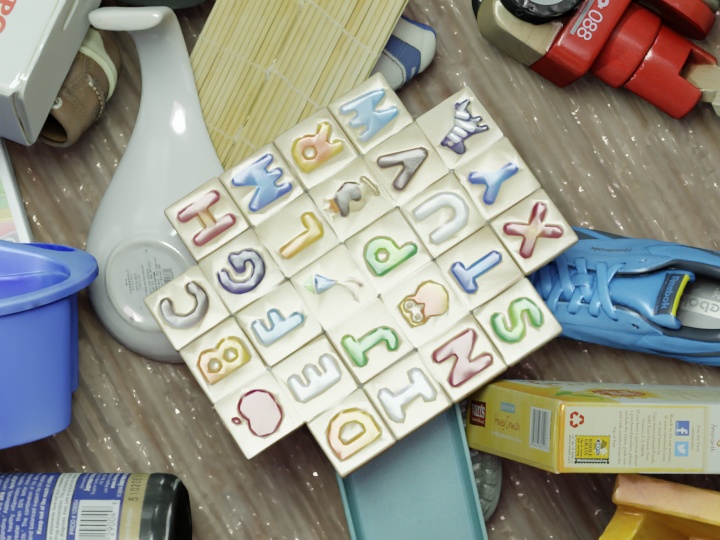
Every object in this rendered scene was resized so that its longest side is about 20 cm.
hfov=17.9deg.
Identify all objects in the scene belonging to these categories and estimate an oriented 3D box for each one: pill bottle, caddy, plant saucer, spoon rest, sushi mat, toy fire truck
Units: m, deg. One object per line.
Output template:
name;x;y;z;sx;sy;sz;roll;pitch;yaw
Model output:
pill bottle;-0.190;0.159;1.170;0.199;0.112;0.112;0;81;2
caddy;-0.231;0.029;1.166;0.199;0.141;0.105;-6;105;-3
plant saucer;0.029;0.132;1.174;0.070;0.019;0.201;-13;107;0
spoon rest;-0.105;-0.046;1.205;0.099;0.061;0.201;2;111;15
sushi mat;-0.046;-0.102;1.201;0.096;0.012;0.200;35;113;17
toy fire truck;0.185;-0.158;1.210;0.200;0.129;0.176;32;83;-5

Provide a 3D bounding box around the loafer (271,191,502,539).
loafer;0.016;0.048;1.203;0.075;0.070;0.201;-23;98;0

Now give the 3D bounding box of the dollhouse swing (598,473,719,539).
dollhouse swing;0.208;0.223;1.125;0.175;0.182;0.201;10;81;22

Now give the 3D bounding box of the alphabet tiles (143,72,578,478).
alphabet tiles;0.000;0.000;1.145;0.200;0.006;0.167;-33;76;-5

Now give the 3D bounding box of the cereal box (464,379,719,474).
cereal box;0.166;0.078;1.127;0.199;0.144;0.040;3;90;-14

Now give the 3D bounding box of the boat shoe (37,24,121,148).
boat shoe;-0.232;-0.116;1.205;0.202;0.075;0.075;15;55;5

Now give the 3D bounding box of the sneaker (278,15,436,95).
sneaker;-0.029;-0.183;1.244;0.088;0.075;0.201;-25;90;-10

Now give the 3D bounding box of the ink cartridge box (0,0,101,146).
ink cartridge box;-0.228;-0.169;1.148;0.199;0.083;0.147;22;75;6

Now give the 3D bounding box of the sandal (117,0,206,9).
sandal;-0.169;-0.167;1.232;0.200;0.048;0.075;16;50;16

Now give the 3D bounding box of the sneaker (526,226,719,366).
sneaker;0.129;0.008;1.200;0.199;0.078;0.066;9;83;5

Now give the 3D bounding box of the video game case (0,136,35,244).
video game case;-0.273;-0.077;1.257;0.143;0.018;0.201;-18;81;0
